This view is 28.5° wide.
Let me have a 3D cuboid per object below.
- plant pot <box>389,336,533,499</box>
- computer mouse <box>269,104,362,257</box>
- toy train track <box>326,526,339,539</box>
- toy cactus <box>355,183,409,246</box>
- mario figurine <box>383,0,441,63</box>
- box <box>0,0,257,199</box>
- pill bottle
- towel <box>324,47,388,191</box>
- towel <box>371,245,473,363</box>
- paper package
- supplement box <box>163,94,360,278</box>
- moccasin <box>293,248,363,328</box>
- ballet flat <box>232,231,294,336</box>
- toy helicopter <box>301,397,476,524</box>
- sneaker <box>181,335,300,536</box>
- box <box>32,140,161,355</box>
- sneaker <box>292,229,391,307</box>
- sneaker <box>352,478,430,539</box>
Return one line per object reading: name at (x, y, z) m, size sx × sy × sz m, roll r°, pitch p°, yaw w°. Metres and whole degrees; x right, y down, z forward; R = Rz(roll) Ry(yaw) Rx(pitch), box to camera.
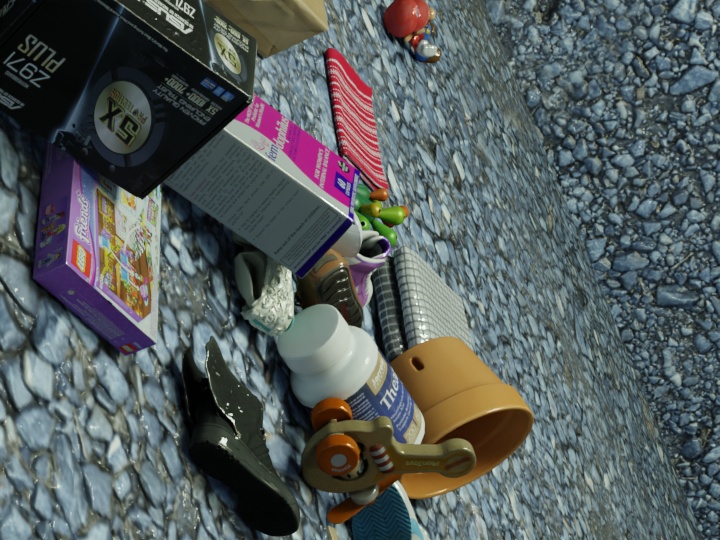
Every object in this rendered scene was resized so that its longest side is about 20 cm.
plant pot at (0.108, 0.182, 1.842) m, size 0.200 × 0.199 × 0.141 m, roll 36°, pitch 22°, yaw -59°
computer mouse at (-0.069, -0.091, 1.659) m, size 0.043 × 0.110 × 0.200 m, roll -23°, pitch 59°, yaw -32°
toy train track at (-0.013, 0.348, 1.558) m, size 0.200 × 0.032 × 0.116 m, roll 44°, pitch 24°, yaw -64°
toy cactus at (-0.014, -0.091, 1.937) m, size 0.165 × 0.102 × 0.200 m, roll 49°, pitch 23°, yaw -3°
mario figurine at (0.117, -0.448, 2.605) m, size 0.123 × 0.106 × 0.200 m, roll 39°, pitch 2°, yaw 16°
box at (-0.214, -0.181, 1.225) m, size 0.199 × 0.163 × 0.087 m, roll 34°, pitch 37°, yaw -31°
pill bottle at (-0.013, 0.136, 1.638) m, size 0.201 × 0.110 × 0.112 m, roll 56°, pitch 23°, yaw -35°
towel at (-0.006, -0.229, 2.172) m, size 0.145 × 0.022 × 0.203 m, roll 42°, pitch 34°, yaw -54°
towel at (0.089, 0.080, 2.038) m, size 0.200 × 0.085 × 0.168 m, roll 40°, pitch 33°, yaw -53°
paper package at (-0.137, -0.414, 1.860) m, size 0.190 × 0.102 × 0.203 m, roll 36°, pitch 39°, yaw -57°
supplement box at (-0.108, -0.103, 1.523) m, size 0.199 × 0.103 × 0.102 m, roll 33°, pitch 33°, yaw -19°
moccasin at (-0.045, 0.032, 1.676) m, size 0.078 × 0.073 × 0.202 m, roll 50°, pitch -11°, yaw 30°
ballet flat at (-0.112, -0.021, 1.600) m, size 0.072 × 0.071 × 0.202 m, roll 46°, pitch 29°, yaw -50°
toy helicopter at (0.031, 0.218, 1.584) m, size 0.079 × 0.197 × 0.134 m, roll -104°, pitch -162°, yaw -55°
sneaker at (-0.115, 0.167, 1.399) m, size 0.200 × 0.059 × 0.105 m, roll 52°, pitch 30°, yaw -35°
box at (-0.236, -0.042, 1.296) m, size 0.137 × 0.039 × 0.202 m, roll 49°, pitch 28°, yaw -45°
sneaker at (0.000, 0.001, 1.814) m, size 0.200 × 0.113 × 0.074 m, roll 24°, pitch 47°, yaw -67°
sneaker at (0.044, 0.323, 1.679) m, size 0.081 × 0.075 × 0.203 m, roll -64°, pitch 141°, yaw -64°
